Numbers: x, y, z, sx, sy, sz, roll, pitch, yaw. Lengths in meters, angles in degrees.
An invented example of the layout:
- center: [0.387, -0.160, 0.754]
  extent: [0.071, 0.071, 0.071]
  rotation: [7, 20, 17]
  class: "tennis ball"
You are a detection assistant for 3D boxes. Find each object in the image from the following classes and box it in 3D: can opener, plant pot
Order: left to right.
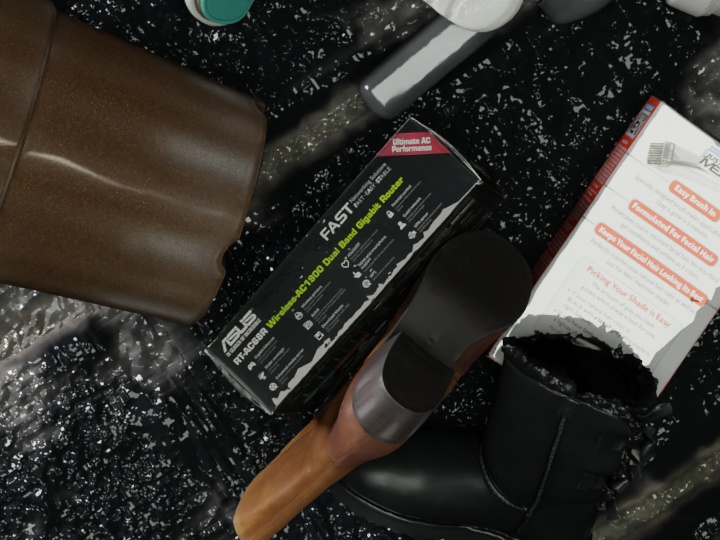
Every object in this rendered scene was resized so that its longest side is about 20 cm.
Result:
- center: [-0.173, -0.064, 1.635]
  extent: [0.197, 0.200, 0.201]
  rotation: [19, 96, -12]
  class: "plant pot"
- center: [0.092, -0.157, 1.696]
  extent: [0.200, 0.053, 0.067]
  rotation: [-40, 97, 4]
  class: "can opener"

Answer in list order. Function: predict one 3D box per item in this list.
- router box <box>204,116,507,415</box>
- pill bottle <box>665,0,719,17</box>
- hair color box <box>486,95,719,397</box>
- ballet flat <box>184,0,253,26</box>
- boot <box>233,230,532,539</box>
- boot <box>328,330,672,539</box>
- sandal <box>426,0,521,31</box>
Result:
- center: [0.000, 0.000, 1.660]
  extent: [0.062, 0.150, 0.200]
  rotation: [43, 94, 9]
  class: "router box"
- center: [0.303, -0.179, 1.671]
  extent: [0.199, 0.116, 0.117]
  rotation: [20, 96, -5]
  class: "pill bottle"
- center: [0.181, 0.000, 1.716]
  extent: [0.111, 0.064, 0.201]
  rotation: [34, 97, -5]
  class: "hair color box"
- center: [-0.069, -0.254, 1.659]
  extent: [0.069, 0.069, 0.201]
  rotation: [23, 108, -5]
  class: "ballet flat"
- center: [0.015, 0.078, 1.664]
  extent: [0.068, 0.189, 0.200]
  rotation: [36, 138, -8]
  class: "boot"
- center: [0.087, 0.106, 1.679]
  extent: [0.197, 0.074, 0.163]
  rotation: [19, 131, -1]
  class: "boot"
- center: [0.031, -0.232, 1.673]
  extent: [0.082, 0.050, 0.203]
  rotation: [-40, 77, 20]
  class: "sandal"
